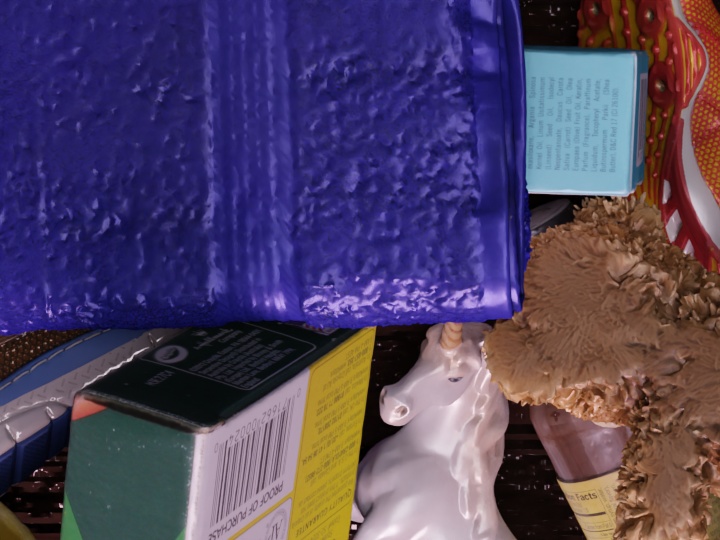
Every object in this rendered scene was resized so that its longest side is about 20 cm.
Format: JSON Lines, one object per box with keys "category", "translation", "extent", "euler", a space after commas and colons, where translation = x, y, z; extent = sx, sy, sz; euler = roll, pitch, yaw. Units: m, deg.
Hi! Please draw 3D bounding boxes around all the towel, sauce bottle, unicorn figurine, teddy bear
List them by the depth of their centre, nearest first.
{"category": "towel", "translation": [-0.044, -0.053, 0.860], "extent": [0.199, 0.050, 0.149], "euler": [-3, 86, 10]}
{"category": "teddy bear", "translation": [0.140, 0.050, 0.892], "extent": [0.199, 0.067, 0.146], "euler": [8, 73, 11]}
{"category": "unicorn figurine", "translation": [0.025, 0.104, 0.973], "extent": [0.137, 0.074, 0.200], "euler": [-37, 117, 0]}
{"category": "sauce bottle", "translation": [0.105, 0.070, 0.974], "extent": [0.064, 0.065, 0.201], "euler": [-26, 99, -2]}

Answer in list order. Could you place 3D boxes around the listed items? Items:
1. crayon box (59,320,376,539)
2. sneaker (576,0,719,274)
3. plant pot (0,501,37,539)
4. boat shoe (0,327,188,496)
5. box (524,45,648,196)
{"category": "crayon box", "translation": [-0.053, 0.118, 0.884], "extent": [0.051, 0.127, 0.201], "euler": [15, 111, 22]}
{"category": "sneaker", "translation": [0.137, -0.037, 0.973], "extent": [0.077, 0.073, 0.201], "euler": [-25, 99, -30]}
{"category": "plant pot", "translation": [-0.212, 0.161, 0.905], "extent": [0.199, 0.200, 0.142], "euler": [19, 118, -8]}
{"category": "boat shoe", "translation": [-0.097, 0.012, 0.930], "extent": [0.200, 0.072, 0.073], "euler": [-33, 79, -25]}
{"category": "box", "translation": [-0.001, -0.056, 0.916], "extent": [0.199, 0.082, 0.049], "euler": [3, 95, 9]}
